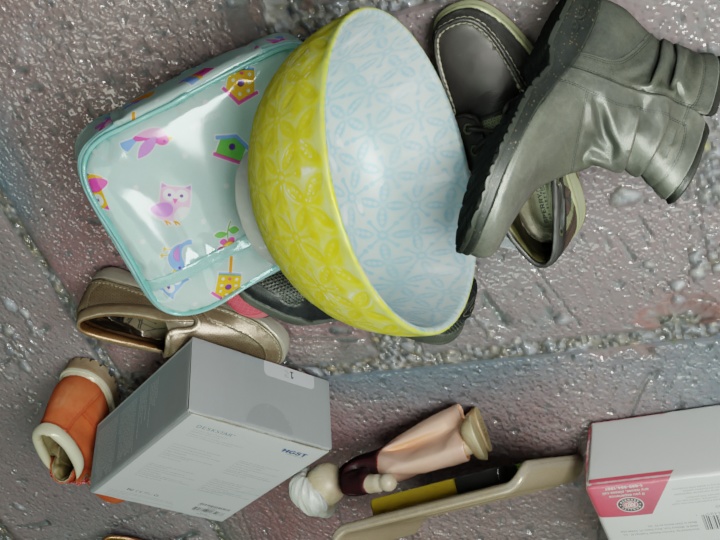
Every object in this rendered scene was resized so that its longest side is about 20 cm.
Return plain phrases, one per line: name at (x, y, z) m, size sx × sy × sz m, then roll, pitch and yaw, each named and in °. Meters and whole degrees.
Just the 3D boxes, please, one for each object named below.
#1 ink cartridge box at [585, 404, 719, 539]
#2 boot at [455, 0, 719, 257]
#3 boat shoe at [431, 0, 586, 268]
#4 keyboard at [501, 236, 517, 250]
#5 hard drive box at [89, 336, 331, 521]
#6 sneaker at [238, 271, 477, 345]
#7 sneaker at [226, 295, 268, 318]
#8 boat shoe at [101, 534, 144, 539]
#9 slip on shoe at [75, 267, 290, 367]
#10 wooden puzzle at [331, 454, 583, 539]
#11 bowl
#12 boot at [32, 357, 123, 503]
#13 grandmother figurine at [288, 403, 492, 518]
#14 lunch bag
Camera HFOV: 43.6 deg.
ink cartridge box at (0.305, 0.226, 0.824) m, size 0.144 × 0.085 × 0.201 m, roll -13°, pitch 121°, yaw 25°
boot at (0.152, -0.076, 0.572) m, size 0.130 × 0.201 × 0.068 m, roll 28°, pitch 171°, yaw -3°
boat shoe at (0.107, -0.092, 0.637) m, size 0.073 × 0.065 × 0.201 m, roll -19°, pitch 116°, yaw 30°
keyboard at (0.044, -0.058, 0.724) m, size 0.198 × 0.011 × 0.057 m, roll 12°, pitch 125°, yaw 6°
hard drive box at (-0.147, 0.163, 0.876) m, size 0.155 × 0.077 × 0.200 m, roll 23°, pitch 136°, yaw -32°
sneaker at (0.000, 0.000, 0.713) m, size 0.197 × 0.077 × 0.114 m, roll 12°, pitch 150°, yaw -4°
sneaker at (-0.130, -0.026, 0.749) m, size 0.073 × 0.087 × 0.201 m, roll -8°, pitch 125°, yaw 23°
boat shoe at (-0.237, 0.378, 1.113) m, size 0.198 × 0.072 × 0.068 m, roll 14°, pitch 132°, yaw 9°
slip on shoe at (-0.166, 0.057, 0.841) m, size 0.198 × 0.061 × 0.076 m, roll 21°, pitch 131°, yaw -3°
wooden puzzle at (0.093, 0.208, 0.834) m, size 0.199 × 0.038 × 0.185 m, roll -26°, pitch 160°, yaw 23°
bowl at (-0.014, -0.052, 0.568) m, size 0.107 × 0.201 × 0.201 m, roll -10°, pitch 124°, yaw 28°
boot at (-0.296, 0.202, 0.969) m, size 0.074 × 0.108 × 0.201 m, roll 2°, pitch 130°, yaw 12°
grandmother figurine at (0.024, 0.185, 0.860) m, size 0.198 × 0.121 × 0.061 m, roll -22°, pitch 77°, yaw 13°
lunch bag at (-0.089, -0.068, 0.653) m, size 0.199 × 0.077 × 0.161 m, roll -27°, pitch 114°, yaw -7°
